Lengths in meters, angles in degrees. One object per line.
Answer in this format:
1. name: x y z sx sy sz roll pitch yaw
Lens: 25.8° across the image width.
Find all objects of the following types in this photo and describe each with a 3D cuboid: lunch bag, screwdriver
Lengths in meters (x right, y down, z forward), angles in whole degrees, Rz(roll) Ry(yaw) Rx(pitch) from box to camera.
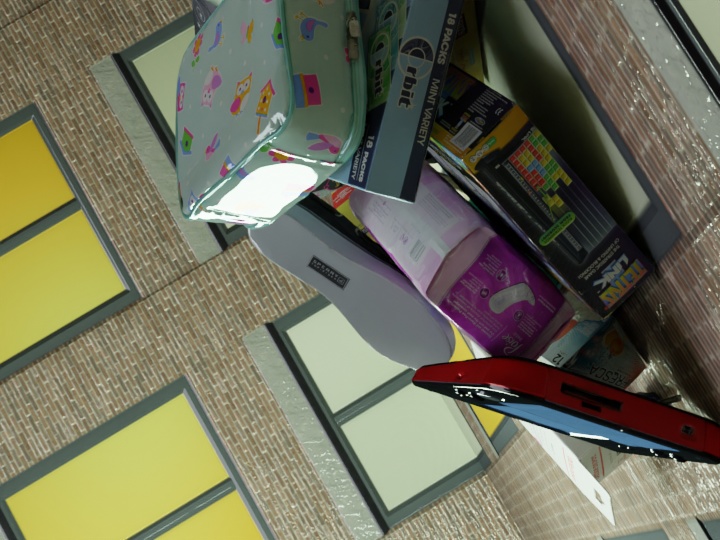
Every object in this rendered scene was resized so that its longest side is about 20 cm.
1. lunch bag: -0.065 -0.131 1.118 0.200 0.076 0.162 -36 51 52
2. screwdriver: 0.236 0.107 1.235 0.029 0.028 0.200 29 174 0

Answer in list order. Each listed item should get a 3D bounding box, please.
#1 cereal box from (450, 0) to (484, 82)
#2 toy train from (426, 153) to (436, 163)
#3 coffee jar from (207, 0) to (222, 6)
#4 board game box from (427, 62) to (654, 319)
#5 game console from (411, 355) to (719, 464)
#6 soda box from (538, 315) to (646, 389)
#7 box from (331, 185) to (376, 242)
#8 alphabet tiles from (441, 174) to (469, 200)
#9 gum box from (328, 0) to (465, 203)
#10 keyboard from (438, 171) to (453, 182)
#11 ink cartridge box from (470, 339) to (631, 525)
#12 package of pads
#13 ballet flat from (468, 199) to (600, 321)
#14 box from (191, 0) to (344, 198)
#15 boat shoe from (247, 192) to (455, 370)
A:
1. cereal box: 0.031 -0.237 1.249 0.201 0.039 0.144 58 175 25
2. toy train: 0.023 -0.185 1.464 0.201 0.085 0.114 61 166 -17
3. coffee jar: -0.122 -0.260 1.209 0.104 0.086 0.199 47 -166 24
4. board game box: 0.108 -0.068 1.134 0.165 0.057 0.200 44 -178 -25
5. game console: 0.155 0.107 1.177 0.198 0.031 0.177 20 166 -19
6. soda box: 0.151 0.045 1.327 0.069 0.064 0.200 52 172 -33
7. box: 0.012 -0.053 1.397 0.075 0.050 0.201 48 -163 -28
8. alphabet tiles: 0.119 -0.021 1.463 0.200 0.015 0.196 35 167 51
9. gum box: -0.003 -0.150 1.139 0.044 0.172 0.200 12 -174 -29
10. keyboard: 0.091 -0.084 1.487 0.056 0.011 0.200 25 -177 -17
11. ink cartridge box: 0.196 0.134 1.488 0.200 0.068 0.115 49 173 25
12. package of pads: 0.072 -0.013 1.212 0.120 0.076 0.200 39 -174 -28
13. ballet flat: 0.146 -0.011 1.285 0.072 0.071 0.200 63 177 -32
14. box: -0.052 -0.182 1.349 0.201 0.114 0.133 55 162 24
15. boat shoe: 0.000 0.000 1.262 0.199 0.069 0.057 38 -141 -3
